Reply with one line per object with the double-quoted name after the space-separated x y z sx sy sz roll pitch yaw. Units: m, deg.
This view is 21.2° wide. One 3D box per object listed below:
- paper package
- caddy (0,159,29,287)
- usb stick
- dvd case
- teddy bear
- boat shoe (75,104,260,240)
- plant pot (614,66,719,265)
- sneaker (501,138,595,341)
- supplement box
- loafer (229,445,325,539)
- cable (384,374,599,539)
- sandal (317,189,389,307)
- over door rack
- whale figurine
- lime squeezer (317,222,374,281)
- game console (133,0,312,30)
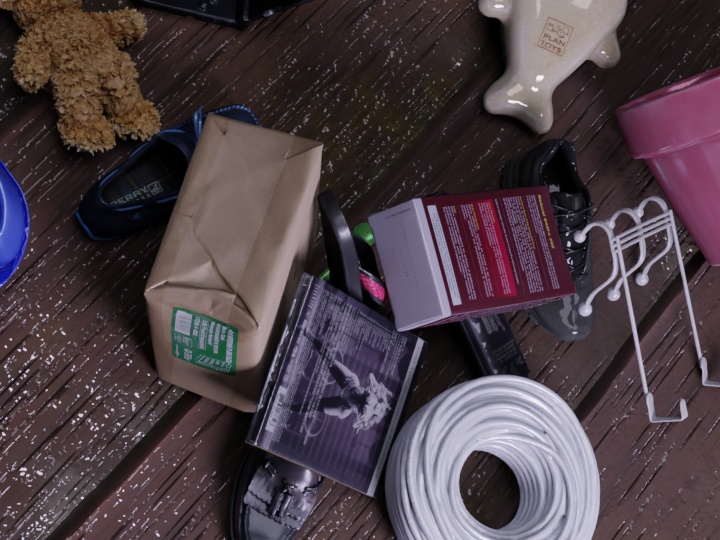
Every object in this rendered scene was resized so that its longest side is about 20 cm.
-0.106 -0.004 1.638 0.103 0.200 0.191 16 66 3 "paper package"
-0.370 -0.064 1.625 0.141 0.105 0.200 -35 85 -6 "caddy"
0.100 0.021 1.788 0.055 0.033 0.201 -27 94 -43 "usb stick"
-0.017 0.102 1.652 0.200 0.016 0.149 31 74 -53 "dvd case"
-0.253 -0.197 1.738 0.144 0.067 0.201 -4 70 -24 "teddy bear"
-0.162 -0.089 1.731 0.084 0.069 0.200 47 61 2 "boat shoe"
0.373 -0.110 1.887 0.200 0.200 0.180 -24 95 -27 "plant pot"
0.187 -0.032 1.831 0.076 0.091 0.201 -5 73 -25 "sneaker"
0.103 -0.013 1.733 0.200 0.061 0.109 -7 80 -48 "supplement box"
-0.057 0.159 1.678 0.072 0.063 0.200 29 62 -10 "loafer"
0.120 0.196 1.718 0.200 0.069 0.200 -37 92 -26 "cable"
0.000 0.000 1.688 0.045 0.200 0.075 -22 55 -9 "sandal"
0.272 0.040 1.823 0.148 0.066 0.201 -22 90 -56 "over door rack"
0.183 -0.239 1.921 0.159 0.104 0.201 20 88 -13 "whale figurine"
0.031 -0.012 1.793 0.199 0.038 0.071 -4 71 -23 "lime squeezer"
-0.115 -0.344 1.822 0.175 0.116 0.201 12 66 -17 "game console"
